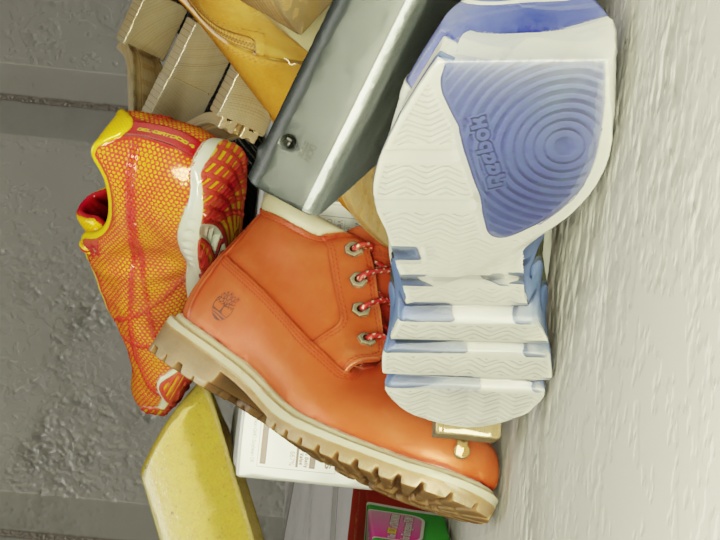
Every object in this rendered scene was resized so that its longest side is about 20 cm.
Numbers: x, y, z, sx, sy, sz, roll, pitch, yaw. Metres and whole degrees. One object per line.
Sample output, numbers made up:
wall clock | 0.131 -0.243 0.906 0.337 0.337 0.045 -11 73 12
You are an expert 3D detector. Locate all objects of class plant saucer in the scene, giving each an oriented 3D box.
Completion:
plant saucer | -0.066 0.173 1.322 0.200 0.048 0.201 83 170 -75

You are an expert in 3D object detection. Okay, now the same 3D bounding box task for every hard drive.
hard drive | 0.026 -0.125 0.967 0.200 0.033 0.140 -63 -4 15

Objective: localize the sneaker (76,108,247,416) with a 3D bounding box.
sneaker | -0.098 -0.006 1.234 0.200 0.077 0.073 98 -161 -47

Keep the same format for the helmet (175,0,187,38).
helmet | -0.034 -0.187 1.508 0.200 0.191 0.200 -40 2 2

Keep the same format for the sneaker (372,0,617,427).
sneaker | 0.041 -0.045 0.941 0.200 0.080 0.115 97 174 -50

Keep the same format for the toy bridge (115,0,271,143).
toy bridge | -0.088 -0.091 1.260 0.067 0.027 0.200 -64 25 6

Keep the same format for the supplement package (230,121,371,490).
supplement package | 0.000 0.000 1.279 0.156 0.110 0.201 -132 49 -85

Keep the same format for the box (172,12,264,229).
box | -0.054 -0.039 1.396 0.200 0.044 0.161 50 -126 -53

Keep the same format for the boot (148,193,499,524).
boot | 0.000 0.035 1.126 0.107 0.200 0.075 -56 -38 -3

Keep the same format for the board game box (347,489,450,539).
board game box | 0.014 0.190 1.318 0.200 0.040 0.154 -105 21 -80

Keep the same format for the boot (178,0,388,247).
boot | -0.032 -0.104 1.120 0.144 0.071 0.201 37 165 44

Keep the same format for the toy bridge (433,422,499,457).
toy bridge | 0.050 -0.022 1.063 0.067 0.027 0.201 98 177 -83
